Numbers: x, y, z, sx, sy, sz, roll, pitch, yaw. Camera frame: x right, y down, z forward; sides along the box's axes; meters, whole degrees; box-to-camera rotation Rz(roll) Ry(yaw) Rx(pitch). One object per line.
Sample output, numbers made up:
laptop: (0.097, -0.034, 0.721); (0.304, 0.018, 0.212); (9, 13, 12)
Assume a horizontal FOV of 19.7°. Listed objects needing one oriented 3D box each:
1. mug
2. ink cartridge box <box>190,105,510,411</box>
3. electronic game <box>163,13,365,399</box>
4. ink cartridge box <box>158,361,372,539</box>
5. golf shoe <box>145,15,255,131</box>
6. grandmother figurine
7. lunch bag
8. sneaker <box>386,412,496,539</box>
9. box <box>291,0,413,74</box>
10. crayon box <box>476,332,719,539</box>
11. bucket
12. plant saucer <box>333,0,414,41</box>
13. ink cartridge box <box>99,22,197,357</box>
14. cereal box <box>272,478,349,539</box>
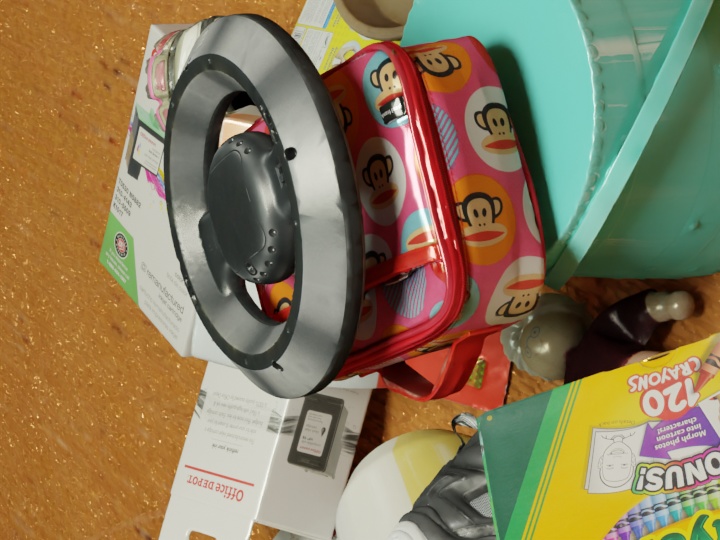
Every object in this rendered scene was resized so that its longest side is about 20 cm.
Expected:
mug: (0.072, 0.171, 1.239); (0.150, 0.186, 0.153); (73, 174, -48)
ink cartridge box: (0.000, 0.000, 1.276); (0.199, 0.050, 0.163); (16, 110, 17)
electronic game: (-0.051, -0.033, 1.070); (0.200, 0.041, 0.201); (32, 128, 54)
ink cartridge box: (-0.060, 0.112, 1.404); (0.116, 0.067, 0.201); (7, 79, 56)
golf shoe: (-0.077, -0.064, 1.336); (0.092, 0.072, 0.201); (-10, 98, 49)
grandmother figurine: (0.150, 0.064, 1.147); (0.200, 0.060, 0.122); (32, 97, 48)
lunch bag: (0.014, -0.016, 1.088); (0.200, 0.082, 0.177); (-27, 76, 57)
sneaker: (0.118, 0.135, 1.098); (0.199, 0.076, 0.114); (15, 69, 25)
box: (0.034, -0.151, 1.269); (0.200, 0.048, 0.118); (21, 87, 57)
crayon box: (0.165, 0.102, 1.011); (0.199, 0.058, 0.119); (-20, 54, 16)
bucket: (0.120, -0.088, 1.105); (0.207, 0.134, 0.208); (13, 106, 56)
plant saucer: (0.056, -0.222, 1.221); (0.200, 0.029, 0.201); (-32, 45, 39)
ink cartridge box: (-0.106, -0.061, 1.492); (0.145, 0.084, 0.201); (44, 127, 45)
cereal box: (-0.041, 0.252, 1.386); (0.200, 0.039, 0.144); (-54, 38, 10)
